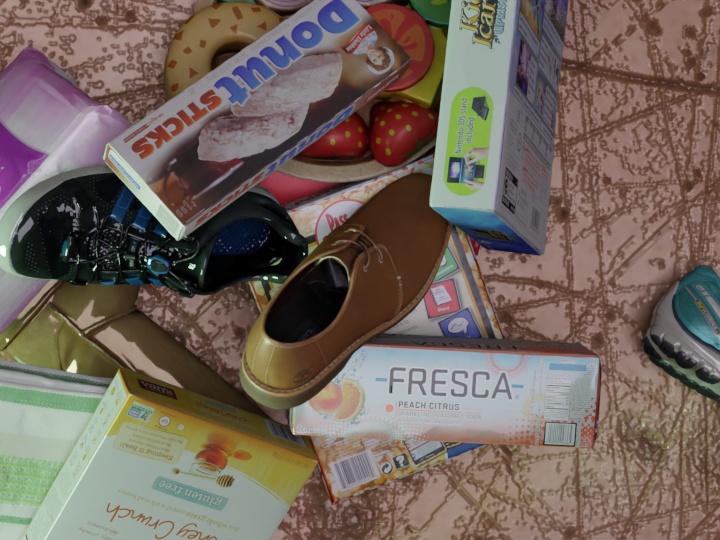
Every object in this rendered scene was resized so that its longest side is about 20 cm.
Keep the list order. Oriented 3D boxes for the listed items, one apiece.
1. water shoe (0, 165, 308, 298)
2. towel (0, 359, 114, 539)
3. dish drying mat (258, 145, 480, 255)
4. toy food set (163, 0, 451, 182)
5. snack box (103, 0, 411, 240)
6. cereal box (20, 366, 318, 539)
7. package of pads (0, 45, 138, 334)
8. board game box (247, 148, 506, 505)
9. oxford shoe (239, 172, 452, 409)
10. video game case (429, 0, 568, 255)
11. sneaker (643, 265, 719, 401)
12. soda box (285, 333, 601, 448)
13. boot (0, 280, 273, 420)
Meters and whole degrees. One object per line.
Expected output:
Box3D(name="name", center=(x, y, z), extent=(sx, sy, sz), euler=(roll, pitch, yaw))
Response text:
Box3D(name="water shoe", center=(-0.125, -0.022, 1.337), extent=(0.200, 0.079, 0.072), euler=(-7, 118, -31))
Box3D(name="towel", center=(-0.225, 0.149, 1.396), extent=(0.149, 0.031, 0.200), euler=(12, 114, -26))
Box3D(name="dish drying mat", center=(-0.007, -0.069, 1.474), extent=(0.200, 0.018, 0.077), euler=(14, 92, -9))
Box3D(name="toy food set", center=(-0.019, -0.156, 1.431), extent=(0.200, 0.049, 0.198), euler=(20, 77, 4))
Box3D(name="snack box", center=(-0.062, -0.101, 1.351), extent=(0.200, 0.024, 0.072), euler=(-38, 79, -27))
Box3D(name="cereal box", center=(-0.137, 0.171, 1.400), extent=(0.144, 0.040, 0.200), euler=(21, 110, -28))
Box3D(name="package of pads", center=(-0.233, -0.040, 1.385), extent=(0.200, 0.120, 0.076), euler=(-49, 131, -5))
Box3D(name="board game box", center=(0.015, 0.037, 1.457), extent=(0.151, 0.046, 0.200), euler=(-20, 99, -3))
Box3D(name="oxford shoe", center=(0.000, 0.000, 1.356), extent=(0.071, 0.071, 0.200), euler=(30, 56, 14))
Box3D(name="video game case", center=(0.092, -0.113, 1.387), extent=(0.045, 0.200, 0.181), euler=(6, 84, 14))
Box3D(name="sneaker", center=(0.294, 0.071, 1.501), extent=(0.200, 0.078, 0.080), euler=(34, 78, -9))
Box3D(name="soda box", center=(0.053, 0.076, 1.407), extent=(0.200, 0.068, 0.064), euler=(4, 95, -6))
Box3D(name="boot", center=(-0.125, 0.052, 1.441), extent=(0.200, 0.066, 0.175), euler=(43, 98, -7))
